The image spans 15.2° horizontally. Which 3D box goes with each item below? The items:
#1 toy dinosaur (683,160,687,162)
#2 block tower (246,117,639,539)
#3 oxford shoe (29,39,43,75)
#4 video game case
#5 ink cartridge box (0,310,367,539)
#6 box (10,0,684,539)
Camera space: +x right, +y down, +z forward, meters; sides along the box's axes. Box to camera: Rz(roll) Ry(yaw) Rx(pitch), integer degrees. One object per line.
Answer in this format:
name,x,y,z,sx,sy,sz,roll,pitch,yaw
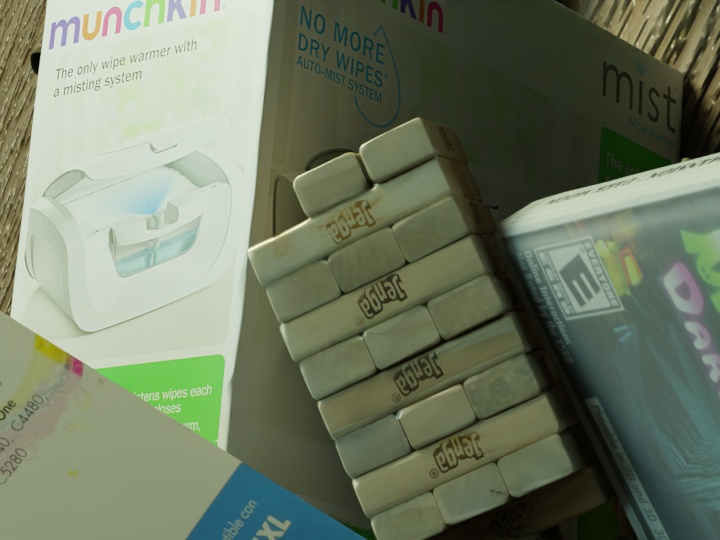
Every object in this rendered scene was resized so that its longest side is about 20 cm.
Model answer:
toy dinosaur,0.113,0.021,0.678,0.061,0.106,0.200,-59,23,25
block tower,0.038,0.066,0.658,0.201,0.054,0.058,66,-169,5
oxford shoe,-0.066,-0.084,0.938,0.073,0.084,0.202,-7,68,63
video game case,0.120,0.066,0.583,0.182,0.023,0.201,-13,104,62
ink cartridge box,-0.106,0.067,0.676,0.067,0.199,0.116,-53,-8,-38
box,0.000,0.000,0.790,0.096,0.199,0.178,-7,70,39
